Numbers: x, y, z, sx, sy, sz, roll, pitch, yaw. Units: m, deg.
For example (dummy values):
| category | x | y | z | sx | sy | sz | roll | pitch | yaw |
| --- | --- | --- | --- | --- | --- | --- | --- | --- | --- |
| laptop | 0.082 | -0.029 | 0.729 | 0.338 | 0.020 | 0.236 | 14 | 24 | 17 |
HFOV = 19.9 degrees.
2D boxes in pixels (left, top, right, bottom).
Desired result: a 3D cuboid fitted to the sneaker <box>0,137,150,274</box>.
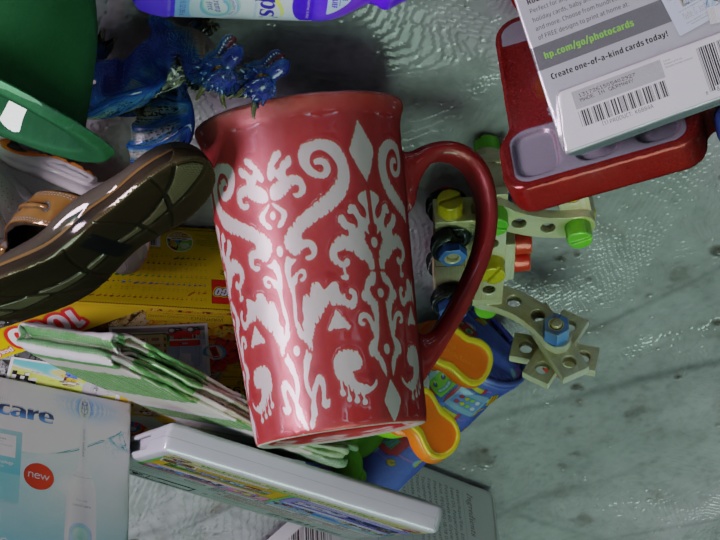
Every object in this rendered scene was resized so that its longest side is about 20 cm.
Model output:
| category | x | y | z | sx | sy | sz | roll | pitch | yaw |
| --- | --- | --- | --- | --- | --- | --- | --- | --- | --- |
| sneaker | -0.226 | -0.035 | 1.312 | 0.199 | 0.093 | 0.075 | 32 | 158 | -30 |

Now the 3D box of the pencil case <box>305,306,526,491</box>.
| category | x | y | z | sx | sy | sz | roll | pitch | yaw |
| --- | --- | --- | --- | --- | --- | --- | --- | --- | --- |
| pencil case | 0.038 | 0.104 | 1.521 | 0.078 | 0.087 | 0.200 | 47 | 127 | 3 |

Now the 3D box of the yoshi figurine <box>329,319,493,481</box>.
| category | x | y | z | sx | sy | sz | roll | pitch | yaw |
| --- | --- | --- | --- | --- | --- | --- | --- | --- | --- |
| yoshi figurine | 0.013 | 0.089 | 1.415 | 0.112 | 0.113 | 0.199 | -11 | -175 | -34 |

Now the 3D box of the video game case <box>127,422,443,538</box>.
| category | x | y | z | sx | sy | sz | roll | pitch | yaw |
| --- | --- | --- | --- | --- | --- | --- | --- | --- | --- |
| video game case | -0.064 | 0.149 | 1.429 | 0.198 | 0.022 | 0.182 | 19 | 166 | -16 |

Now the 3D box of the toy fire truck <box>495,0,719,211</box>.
| category | x | y | z | sx | sy | sz | roll | pitch | yaw |
| --- | --- | --- | --- | --- | --- | --- | --- | --- | --- |
| toy fire truck | 0.175 | -0.120 | 1.204 | 0.198 | 0.169 | 0.112 | -14 | 139 | 11 |

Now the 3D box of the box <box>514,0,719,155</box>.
| category | x | y | z | sx | sy | sz | roll | pitch | yaw |
| --- | --- | --- | --- | --- | --- | --- | --- | --- | --- |
| box | 0.155 | -0.183 | 1.122 | 0.155 | 0.202 | 0.041 | -20 | 176 | 17 |

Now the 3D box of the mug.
| category | x | y | z | sx | sy | sz | roll | pitch | yaw |
| --- | --- | --- | --- | --- | --- | --- | --- | --- | --- |
| mug | -0.005 | -0.001 | 1.268 | 0.176 | 0.202 | 0.133 | -10 | 171 | 14 |

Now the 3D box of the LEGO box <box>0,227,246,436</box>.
| category | x | y | z | sx | sy | sz | roll | pitch | yaw |
| --- | --- | --- | --- | --- | --- | --- | --- | --- | --- |
| LEGO box | -0.163 | 0.044 | 1.432 | 0.198 | 0.078 | 0.150 | 3 | 138 | -9 |

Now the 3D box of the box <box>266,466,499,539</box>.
| category | x | y | z | sx | sy | sz | roll | pitch | yaw |
| --- | --- | --- | --- | --- | --- | --- | --- | --- | --- |
| box | 0.008 | 0.287 | 1.635 | 0.130 | 0.201 | 0.199 | 23 | 132 | -28 |

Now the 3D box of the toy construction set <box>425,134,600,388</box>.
| category | x | y | z | sx | sy | sz | roll | pitch | yaw |
| --- | --- | --- | --- | --- | --- | --- | --- | --- | --- |
| toy construction set | 0.111 | -0.013 | 1.392 | 0.130 | 0.093 | 0.201 | -4 | 128 | -1 |

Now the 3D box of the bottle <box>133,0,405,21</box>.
| category | x | y | z | sx | sy | sz | roll | pitch | yaw |
| --- | --- | --- | --- | --- | --- | --- | --- | --- | --- |
| bottle | -0.033 | -0.185 | 1.188 | 0.198 | 0.066 | 0.084 | 1 | 137 | -7 |

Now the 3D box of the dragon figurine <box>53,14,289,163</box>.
| category | x | y | z | sx | sy | sz | roll | pitch | yaw |
| --- | --- | --- | --- | --- | --- | --- | --- | --- | --- |
| dragon figurine | -0.132 | -0.105 | 1.246 | 0.199 | 0.100 | 0.059 | -28 | 134 | 25 |

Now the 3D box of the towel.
| category | x | y | z | sx | sy | sz | roll | pitch | yaw |
| --- | --- | --- | --- | --- | --- | --- | --- | --- | --- |
| towel | -0.116 | 0.081 | 1.348 | 0.199 | 0.024 | 0.152 | 27 | 166 | -32 |

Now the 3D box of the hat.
| category | x | y | z | sx | sy | sz | roll | pitch | yaw |
| --- | --- | --- | --- | --- | --- | --- | --- | --- | --- |
| hat | -0.178 | -0.172 | 1.151 | 0.165 | 0.177 | 0.199 | 28 | 170 | -37 |

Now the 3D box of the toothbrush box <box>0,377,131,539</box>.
| category | x | y | z | sx | sy | sz | roll | pitch | yaw |
| --- | --- | --- | --- | --- | --- | --- | --- | --- | --- |
| toothbrush box | -0.233 | 0.176 | 1.367 | 0.145 | 0.201 | 0.086 | 14 | 136 | -19 |

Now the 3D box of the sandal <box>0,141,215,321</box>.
| category | x | y | z | sx | sy | sz | roll | pitch | yaw |
| --- | --- | --- | --- | --- | --- | --- | --- | --- | --- |
| sandal | -0.178 | -0.028 | 1.255 | 0.199 | 0.055 | 0.082 | -35 | 153 | 20 |
